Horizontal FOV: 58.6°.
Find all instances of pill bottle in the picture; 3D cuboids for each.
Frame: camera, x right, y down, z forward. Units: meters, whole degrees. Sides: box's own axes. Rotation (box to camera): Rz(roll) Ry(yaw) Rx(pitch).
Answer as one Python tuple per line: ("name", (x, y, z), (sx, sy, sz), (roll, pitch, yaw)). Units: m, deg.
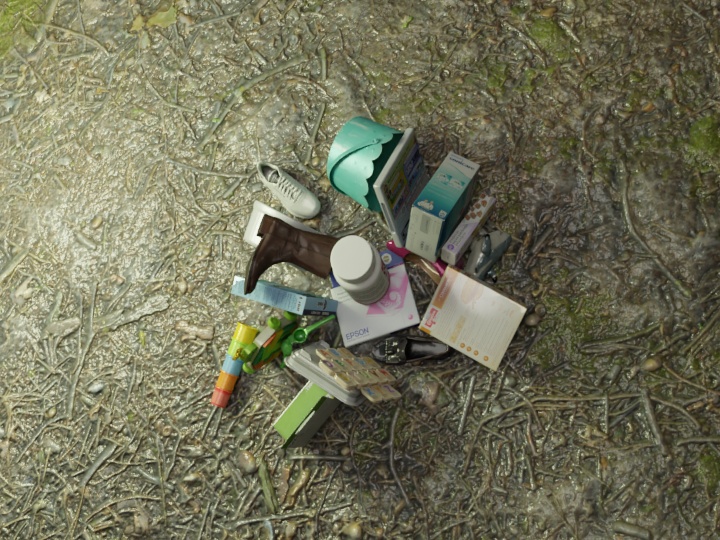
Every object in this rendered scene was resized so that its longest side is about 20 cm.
("pill bottle", (0.000, 0.000, 1.437), (0.109, 0.200, 0.117), (-3, 74, 11))

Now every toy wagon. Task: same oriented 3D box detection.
("toy wagon", (-0.219, 0.173, 1.481), (0.039, 0.199, 0.157), (38, 117, 13))

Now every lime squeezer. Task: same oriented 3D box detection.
("lime squeezer", (-0.142, 0.167, 1.497), (0.200, 0.070, 0.038), (-45, 42, 21))

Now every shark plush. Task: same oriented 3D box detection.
("shark plush", (0.291, 0.001, 1.491), (0.081, 0.091, 0.206), (20, 75, -16))

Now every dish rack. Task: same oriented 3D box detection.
("dish rack", (-0.061, 0.222, 1.453), (0.197, 0.171, 0.044), (31, 102, 15))

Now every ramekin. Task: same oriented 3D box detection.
("ramekin", (-0.184, -0.079, 1.539), (0.197, 0.200, 0.100), (27, 90, 16))

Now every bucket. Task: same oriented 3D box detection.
("bucket", (0.021, -0.257, 1.536), (0.133, 0.207, 0.211), (29, 84, 24))

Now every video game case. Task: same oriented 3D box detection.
("video game case", (0.102, -0.190, 1.479), (0.021, 0.185, 0.203), (7, 51, 31))

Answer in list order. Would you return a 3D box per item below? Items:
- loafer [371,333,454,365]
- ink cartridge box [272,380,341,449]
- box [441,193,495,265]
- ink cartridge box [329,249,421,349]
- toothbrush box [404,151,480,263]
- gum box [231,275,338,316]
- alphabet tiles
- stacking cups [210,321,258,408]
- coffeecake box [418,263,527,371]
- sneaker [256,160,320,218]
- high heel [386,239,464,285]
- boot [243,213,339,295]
("loafer", (0.118, 0.180, 1.483), (0.193, 0.063, 0.074), (-4, 78, 10))
("ink cartridge box", (-0.127, 0.314, 1.431), (0.075, 0.200, 0.149), (40, 87, 17))
("box", (0.252, -0.098, 1.492), (0.038, 0.042, 0.201), (26, 59, 23))
("ink cartridge box", (0.030, 0.061, 1.541), (0.191, 0.043, 0.206), (-19, 76, 7))
("toothbrush box", (0.187, -0.145, 1.464), (0.084, 0.148, 0.202), (25, 54, 15))
("gum box", (-0.174, 0.062, 1.496), (0.195, 0.169, 0.046), (15, 90, 24))
("alphabet tiles", (-0.003, 0.226, 1.424), (0.194, 0.198, 0.015), (35, 106, 32))
("stacking cups", (-0.308, 0.233, 1.568), (0.059, 0.060, 0.206), (18, 86, 15))
("coffeecake box", (0.251, 0.102, 1.440), (0.196, 0.073, 0.157), (28, 100, 10))
("sneaker", (-0.186, -0.205, 1.626), (0.198, 0.081, 0.077), (36, 84, 15))
("high heel", (0.147, -0.007, 1.513), (0.194, 0.068, 0.099), (19, 70, -4))
("boot", (-0.147, -0.009, 1.418), (0.195, 0.064, 0.192), (20, 83, -17))
